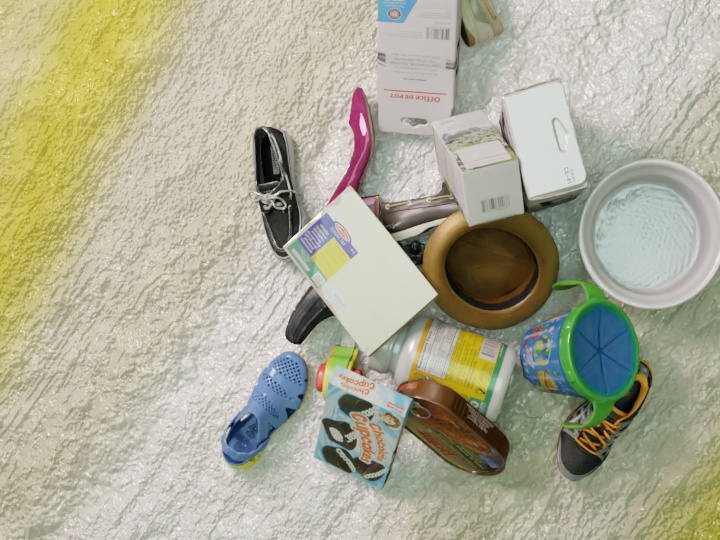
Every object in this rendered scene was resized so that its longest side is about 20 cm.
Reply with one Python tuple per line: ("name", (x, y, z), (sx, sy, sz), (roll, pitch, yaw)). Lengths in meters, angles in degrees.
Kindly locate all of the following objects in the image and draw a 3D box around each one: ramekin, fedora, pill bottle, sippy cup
("ramekin", (0.400, -0.048, 1.472), (0.196, 0.098, 0.205), (0, 88, 8))
("fedora", (0.181, -0.016, 1.500), (0.196, 0.082, 0.204), (-2, 114, -4))
("pill bottle", (0.115, 0.133, 1.506), (0.197, 0.113, 0.115), (19, 92, 8))
("sippy cup", (0.292, 0.116, 1.459), (0.139, 0.130, 0.180), (40, 63, -20))

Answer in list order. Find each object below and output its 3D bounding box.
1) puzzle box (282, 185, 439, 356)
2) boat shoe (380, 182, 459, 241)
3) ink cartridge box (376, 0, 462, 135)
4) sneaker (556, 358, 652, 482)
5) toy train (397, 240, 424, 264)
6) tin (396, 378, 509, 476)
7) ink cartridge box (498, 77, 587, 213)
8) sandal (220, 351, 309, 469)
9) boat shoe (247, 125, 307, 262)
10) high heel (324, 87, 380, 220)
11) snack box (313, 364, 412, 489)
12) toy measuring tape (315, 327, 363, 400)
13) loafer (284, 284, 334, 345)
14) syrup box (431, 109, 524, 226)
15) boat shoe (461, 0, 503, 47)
("puzzle box", (0.000, 0.000, 1.477), (0.133, 0.025, 0.201), (-40, 79, 6))
("boat shoe", (0.124, -0.097, 1.529), (0.198, 0.072, 0.062), (-18, 90, 11))
("ink cartridge box", (0.083, -0.302, 1.518), (0.113, 0.067, 0.203), (6, 120, 9))
("sneaker", (0.340, 0.209, 1.488), (0.078, 0.077, 0.202), (32, 95, 6))
("toy train", (0.000, -0.013, 1.568), (0.196, 0.034, 0.047), (-5, 98, 9))
("tin", (0.127, 0.220, 1.485), (0.200, 0.042, 0.111), (42, 140, -24))
("ink cartridge box", (0.246, -0.165, 1.446), (0.084, 0.200, 0.151), (-15, 86, 7))
("sandal", (-0.143, 0.210, 1.560), (0.079, 0.087, 0.202), (31, 92, 10))
("boat shoe", (-0.125, -0.113, 1.562), (0.072, 0.068, 0.204), (-4, 87, 25))
("high heel", (-0.024, -0.164, 1.560), (0.094, 0.067, 0.204), (-4, 99, 4))
("snack box", (0.001, 0.224, 1.494), (0.114, 0.202, 0.037), (23, 50, 9))
("toy measuring tape", (-0.026, 0.123, 1.551), (0.072, 0.074, 0.204), (8, 91, 9))
("loafer", (-0.035, 0.034, 1.530), (0.070, 0.068, 0.201), (40, 101, 8))
("syrup box", (0.157, -0.144, 1.447), (0.077, 0.201, 0.083), (-13, 117, -3))
("boat shoe", (0.152, -0.430, 1.534), (0.064, 0.072, 0.204), (-19, 90, 1))
